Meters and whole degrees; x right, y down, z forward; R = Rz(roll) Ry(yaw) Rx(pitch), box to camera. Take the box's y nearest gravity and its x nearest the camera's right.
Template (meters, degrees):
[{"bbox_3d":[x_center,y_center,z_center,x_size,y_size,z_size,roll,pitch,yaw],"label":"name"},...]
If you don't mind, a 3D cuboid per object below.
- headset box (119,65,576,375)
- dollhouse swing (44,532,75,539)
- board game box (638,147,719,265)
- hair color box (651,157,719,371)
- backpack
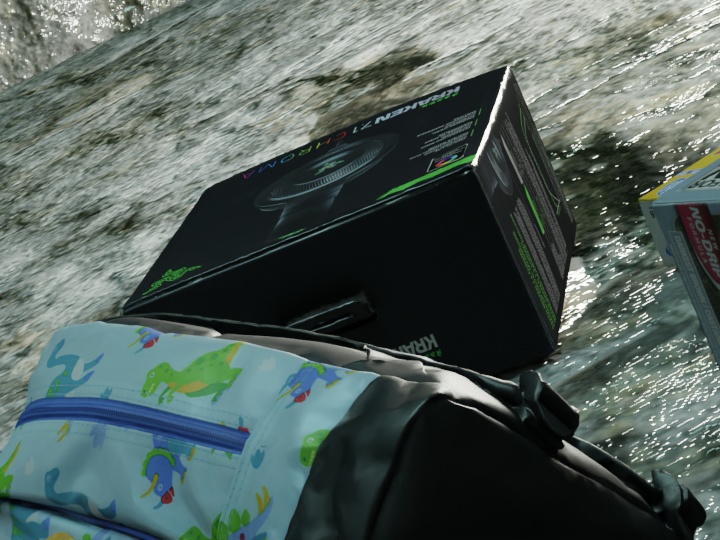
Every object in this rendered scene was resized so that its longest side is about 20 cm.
[{"bbox_3d":[0.000,0.000,1.084,0.174,0.093,0.200,-21,14,15],"label":"headset box"},{"bbox_3d":[-0.098,0.168,0.478,0.200,0.182,0.176,-28,0,-17],"label":"dollhouse swing"},{"bbox_3d":[0.237,-0.063,1.038,0.200,0.034,0.134,-32,16,-30],"label":"board game box"},{"bbox_3d":[0.203,-0.025,0.809,0.200,0.099,0.061,-31,15,-28],"label":"hair color box"},{"bbox_3d":[-0.024,0.079,0.660,0.200,0.163,0.154,28,85,44],"label":"backpack"}]
